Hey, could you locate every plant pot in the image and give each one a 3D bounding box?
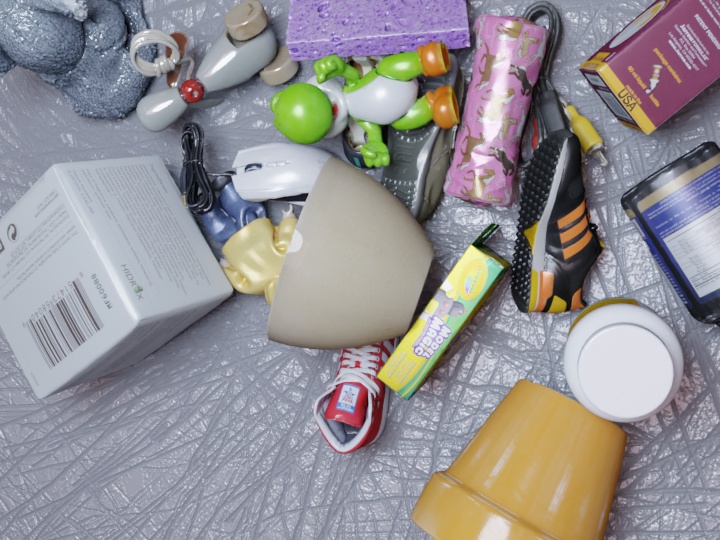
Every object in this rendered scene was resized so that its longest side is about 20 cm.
[{"bbox_3d":[0.180,0.222,0.874,0.199,0.200,0.184,27,82,13],"label":"plant pot"},{"bbox_3d":[0.000,0.000,0.877,0.133,0.200,0.202,20,97,3],"label":"plant pot"}]

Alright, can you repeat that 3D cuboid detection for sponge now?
[{"bbox_3d":[0.020,-0.286,0.933,0.198,0.030,0.112,-3,55,7],"label":"sponge"}]

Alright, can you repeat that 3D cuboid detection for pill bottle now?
[{"bbox_3d":[0.359,-0.019,0.847,0.111,0.112,0.201,-32,84,14],"label":"pill bottle"},{"bbox_3d":[0.257,0.087,0.831,0.110,0.200,0.112,0,91,15],"label":"pill bottle"}]

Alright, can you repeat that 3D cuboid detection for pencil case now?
[{"bbox_3d":[0.142,-0.166,0.898,0.082,0.086,0.202,18,101,41],"label":"pencil case"}]

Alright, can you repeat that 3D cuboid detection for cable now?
[{"bbox_3d":[0.203,-0.190,0.934,0.097,0.050,0.202,-20,74,32],"label":"cable"}]

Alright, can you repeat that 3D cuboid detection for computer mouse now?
[{"bbox_3d":[-0.110,-0.118,0.973,0.198,0.044,0.111,0,69,-6],"label":"computer mouse"}]

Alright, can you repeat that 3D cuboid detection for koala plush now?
[{"bbox_3d":[-0.352,-0.276,0.990,0.176,0.200,0.185,-27,85,14],"label":"koala plush"}]

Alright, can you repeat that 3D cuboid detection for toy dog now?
[{"bbox_3d":[-0.176,-0.247,0.994,0.198,0.097,0.133,-15,129,-13],"label":"toy dog"}]

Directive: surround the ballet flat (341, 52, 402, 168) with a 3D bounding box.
[{"bbox_3d":[0.009,-0.219,0.960,0.072,0.073,0.202,6,93,15],"label":"ballet flat"}]

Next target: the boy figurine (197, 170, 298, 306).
[{"bbox_3d":[-0.115,-0.025,1.003,0.124,0.064,0.200,-41,82,12],"label":"boy figurine"}]

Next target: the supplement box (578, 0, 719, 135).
[{"bbox_3d":[0.330,-0.236,0.841,0.200,0.110,0.086,-40,99,13],"label":"supplement box"}]

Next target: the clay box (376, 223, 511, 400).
[{"bbox_3d":[0.102,0.041,0.917,0.047,0.115,0.201,37,101,10],"label":"clay box"}]

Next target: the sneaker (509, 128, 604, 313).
[{"bbox_3d":[0.220,-0.049,0.898,0.089,0.070,0.202,3,109,-12],"label":"sneaker"}]

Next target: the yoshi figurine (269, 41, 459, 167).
[{"bbox_3d":[-0.005,-0.169,0.861,0.198,0.112,0.114,-9,71,15],"label":"yoshi figurine"}]

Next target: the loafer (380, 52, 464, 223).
[{"bbox_3d":[0.072,-0.144,0.948,0.075,0.069,0.202,23,102,34],"label":"loafer"}]

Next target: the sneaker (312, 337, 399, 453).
[{"bbox_3d":[-0.004,0.107,0.949,0.071,0.112,0.202,2,92,16],"label":"sneaker"}]

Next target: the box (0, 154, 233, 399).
[{"bbox_3d":[-0.300,0.003,0.976,0.198,0.171,0.201,-34,82,30],"label":"box"}]
